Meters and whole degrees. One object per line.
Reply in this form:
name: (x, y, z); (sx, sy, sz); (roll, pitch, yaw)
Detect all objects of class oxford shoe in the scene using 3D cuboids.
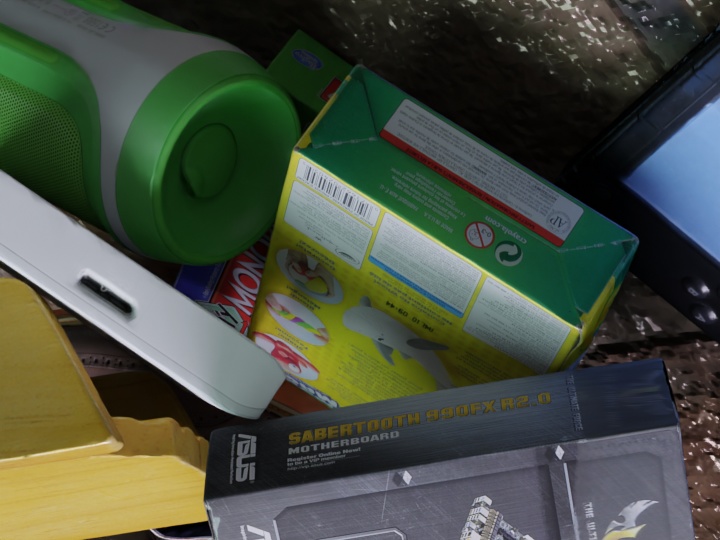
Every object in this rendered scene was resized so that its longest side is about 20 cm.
oxford shoe: (-0.090, 0.071, 1.028); (0.200, 0.073, 0.071); (16, 134, 28)

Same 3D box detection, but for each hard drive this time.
hard drive: (-0.098, 0.008, 0.878); (0.132, 0.027, 0.200); (34, 175, -6)

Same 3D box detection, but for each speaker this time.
speaker: (-0.116, -0.070, 0.885); (0.200, 0.088, 0.088); (26, 150, 38)

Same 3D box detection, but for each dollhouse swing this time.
dollhouse swing: (-0.154, 0.011, 0.914); (0.182, 0.176, 0.200); (-10, 165, 8)

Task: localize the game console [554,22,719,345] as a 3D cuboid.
game console: (0.143, 0.021, 0.737); (0.172, 0.119, 0.200); (39, 150, -4)

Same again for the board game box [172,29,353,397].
board game box: (0.000, 0.000, 0.946); (0.135, 0.029, 0.200); (34, 150, 3)

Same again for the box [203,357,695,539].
box: (0.042, 0.137, 0.809); (0.158, 0.048, 0.200); (-10, 115, 4)

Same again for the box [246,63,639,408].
box: (0.022, 0.016, 0.859); (0.117, 0.048, 0.200); (33, 153, 6)

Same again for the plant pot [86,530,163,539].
plant pot: (-0.157, 0.216, 1.192); (0.174, 0.200, 0.200); (41, 159, 41)
